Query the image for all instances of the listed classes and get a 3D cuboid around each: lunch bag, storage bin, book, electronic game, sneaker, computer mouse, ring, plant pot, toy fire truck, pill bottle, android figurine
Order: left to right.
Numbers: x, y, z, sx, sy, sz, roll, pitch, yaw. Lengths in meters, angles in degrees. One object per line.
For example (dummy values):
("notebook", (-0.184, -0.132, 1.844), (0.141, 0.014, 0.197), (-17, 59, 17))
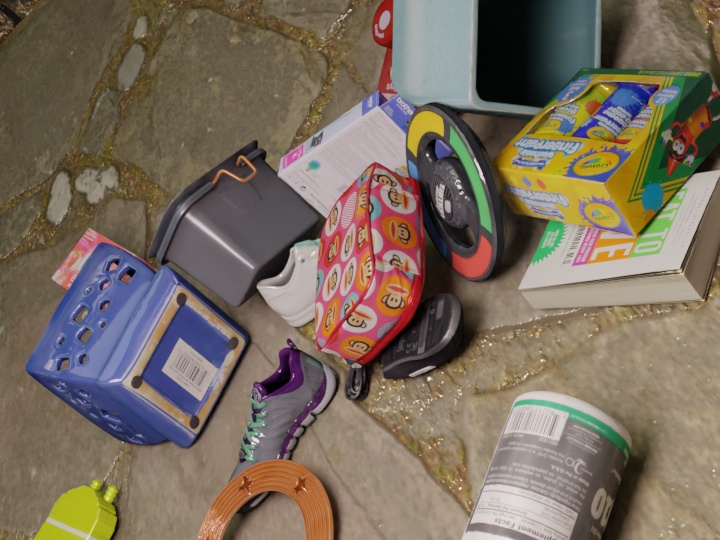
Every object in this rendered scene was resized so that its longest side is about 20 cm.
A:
("android figurine", (-0.375, 0.361, 1.689), (0.181, 0.041, 0.202), (1, 59, 51))
("plant pot", (-0.271, 0.104, 1.686), (0.178, 0.200, 0.202), (8, 63, 45))
("storage bin", (-0.147, -0.058, 1.674), (0.200, 0.134, 0.146), (-43, -12, -48))
("ring", (-0.111, 0.299, 1.418), (0.199, 0.019, 0.203), (-21, 55, 32))
("sneaker", (-0.114, 0.176, 1.514), (0.074, 0.087, 0.201), (17, 71, 55))
("sneaker", (-0.040, -0.016, 1.615), (0.199, 0.088, 0.076), (-41, 33, 14))
("lunch bag", (0.000, 0.000, 1.474), (0.176, 0.081, 0.202), (-49, 29, 43))
("computer mouse", (0.059, 0.061, 1.465), (0.199, 0.046, 0.142), (-34, 39, 44))
("toy fire truck", (0.088, -0.257, 1.703), (0.199, 0.111, 0.171), (17, 94, 56))
("electronic game", (0.101, -0.084, 1.438), (0.041, 0.203, 0.200), (-19, 27, -19))
("plant pot", (0.137, -0.269, 1.502), (0.199, 0.194, 0.199), (3, 91, 54))
("pill bottle", (0.152, 0.216, 1.133), (0.112, 0.113, 0.202), (-2, 56, 49))
("book", (0.264, -0.029, 1.311), (0.198, 0.048, 0.135), (-8, 46, 47))

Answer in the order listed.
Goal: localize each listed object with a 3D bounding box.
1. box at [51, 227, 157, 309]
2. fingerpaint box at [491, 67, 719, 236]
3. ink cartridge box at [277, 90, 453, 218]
("box", (-0.367, 0.019, 1.967), (0.103, 0.095, 0.199), (-54, 33, -8))
("fingerpaint box", (0.250, -0.128, 1.349), (0.167, 0.074, 0.199), (-45, 27, -15))
("ink cartridge box", (0.008, -0.144, 1.655), (0.199, 0.119, 0.042), (-31, 35, 28))
